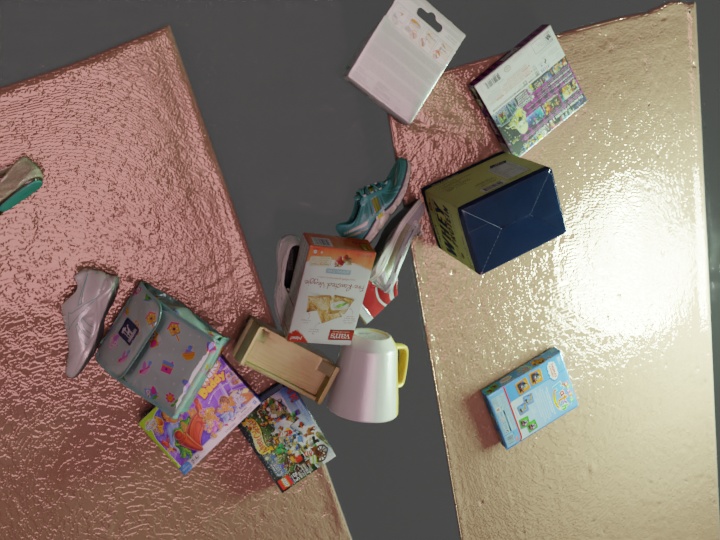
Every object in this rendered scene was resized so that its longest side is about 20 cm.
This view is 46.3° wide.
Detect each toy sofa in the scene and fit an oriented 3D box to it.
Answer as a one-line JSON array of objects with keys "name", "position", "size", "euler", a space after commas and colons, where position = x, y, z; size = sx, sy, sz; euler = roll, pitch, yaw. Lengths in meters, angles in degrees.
[{"name": "toy sofa", "position": [-0.147, 0.172, 1.627], "size": [0.198, 0.097, 0.084], "euler": [30, 89, -25]}]

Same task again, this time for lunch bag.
[{"name": "lunch bag", "position": [-0.364, 0.140, 1.525], "size": [0.198, 0.122, 0.172], "euler": [33, 93, 2]}]

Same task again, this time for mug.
[{"name": "mug", "position": [0.014, 0.197, 1.686], "size": [0.146, 0.187, 0.157], "euler": [8, 102, 8]}]

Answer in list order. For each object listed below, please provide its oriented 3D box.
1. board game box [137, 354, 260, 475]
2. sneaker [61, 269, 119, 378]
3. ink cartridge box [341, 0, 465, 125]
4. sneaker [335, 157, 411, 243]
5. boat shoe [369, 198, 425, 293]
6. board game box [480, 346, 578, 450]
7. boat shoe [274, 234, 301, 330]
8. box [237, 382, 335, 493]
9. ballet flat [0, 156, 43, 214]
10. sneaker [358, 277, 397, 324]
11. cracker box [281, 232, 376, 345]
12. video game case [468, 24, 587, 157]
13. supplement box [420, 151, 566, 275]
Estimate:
[{"name": "board game box", "position": [-0.307, 0.269, 1.613], "size": [0.200, 0.045, 0.135], "euler": [-43, 97, -3]}, {"name": "sneaker", "position": [-0.498, 0.093, 1.510], "size": [0.079, 0.070, 0.204], "euler": [20, 96, -7]}, {"name": "ink cartridge box", "position": [0.080, -0.401, 1.573], "size": [0.159, 0.050, 0.202], "euler": [32, 90, -24]}, {"name": "sneaker", "position": [0.029, -0.135, 1.618], "size": [0.079, 0.078, 0.202], "euler": [35, 92, -15]}, {"name": "boat shoe", "position": [0.075, -0.051, 1.626], "size": [0.064, 0.074, 0.204], "euler": [39, 60, -16]}, {"name": "board game box", "position": [0.380, 0.285, 1.881], "size": [0.197, 0.037, 0.154], "euler": [-28, 113, -9]}, {"name": "boat shoe", "position": [-0.130, 0.037, 1.614], "size": [0.072, 0.065, 0.205], "euler": [-12, 109, -15]}, {"name": "box", "position": [-0.154, 0.334, 1.708], "size": [0.135, 0.038, 0.202], "euler": [-33, 113, -8]}, {"name": "ballet flat", "position": [-0.623, -0.116, 1.411], "size": [0.199, 0.067, 0.063], "euler": [-39, 86, -9]}, {"name": "sneaker", "position": [0.000, 0.000, 1.646], "size": [0.112, 0.071, 0.201], "euler": [-36, 121, -2]}, {"name": "cracker box", "position": [-0.061, 0.038, 1.567], "size": [0.131, 0.058, 0.204], "euler": [5, 117, -22]}, {"name": "video game case", "position": [0.335, -0.353, 1.678], "size": [0.199, 0.036, 0.183], "euler": [-39, 114, -5]}, {"name": "supplement box", "position": [0.254, -0.117, 1.628], "size": [0.196, 0.200, 0.137], "euler": [-24, 112, -10]}]
